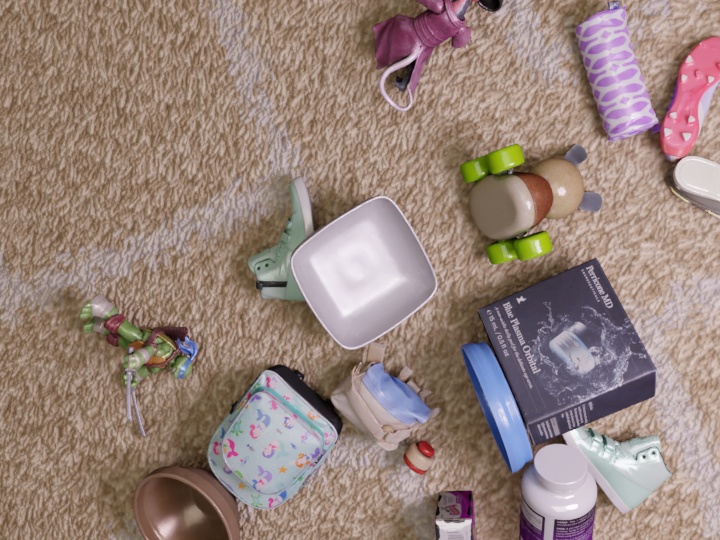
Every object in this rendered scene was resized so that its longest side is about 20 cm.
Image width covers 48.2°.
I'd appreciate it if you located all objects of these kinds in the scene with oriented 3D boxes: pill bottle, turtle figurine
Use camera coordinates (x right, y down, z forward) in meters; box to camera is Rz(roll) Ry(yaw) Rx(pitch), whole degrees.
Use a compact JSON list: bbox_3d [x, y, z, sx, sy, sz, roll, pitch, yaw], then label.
[{"bbox_3d":[0.298,0.362,1.218,0.111,0.113,0.202,-1,124,7],"label":"pill bottle"},{"bbox_3d":[-0.388,0.149,1.318,0.193,0.144,0.201,37,93,8],"label":"turtle figurine"}]

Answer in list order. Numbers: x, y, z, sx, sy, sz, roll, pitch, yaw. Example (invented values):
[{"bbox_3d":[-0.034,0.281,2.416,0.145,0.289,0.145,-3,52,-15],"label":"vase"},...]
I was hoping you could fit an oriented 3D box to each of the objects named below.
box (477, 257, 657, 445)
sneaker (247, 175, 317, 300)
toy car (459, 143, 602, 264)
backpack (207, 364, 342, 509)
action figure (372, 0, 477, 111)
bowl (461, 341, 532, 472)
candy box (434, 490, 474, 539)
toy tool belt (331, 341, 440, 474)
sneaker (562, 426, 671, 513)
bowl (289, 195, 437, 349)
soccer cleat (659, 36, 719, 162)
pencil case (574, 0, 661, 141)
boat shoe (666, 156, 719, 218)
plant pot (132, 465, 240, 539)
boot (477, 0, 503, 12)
[{"bbox_3d":[0.305,0.121,1.201,0.198,0.118,0.199,-24,59,6],"label":"box"},{"bbox_3d":[-0.130,-0.049,1.307,0.116,0.074,0.204,-4,95,1],"label":"sneaker"},{"bbox_3d":[0.282,-0.121,1.247,0.198,0.157,0.166,-20,94,-21],"label":"toy car"},{"bbox_3d":[-0.145,0.278,1.296,0.177,0.151,0.200,41,101,2],"label":"backpack"},{"bbox_3d":[0.097,-0.365,1.215,0.133,0.150,0.199,36,138,-25],"label":"action figure"},{"bbox_3d":[0.206,0.202,1.216,0.039,0.201,0.203,-21,90,1],"label":"bowl"},{"bbox_3d":[0.155,0.467,1.267,0.060,0.136,0.203,-5,91,9],"label":"candy box"},{"bbox_3d":[0.061,0.216,1.275,0.199,0.125,0.123,40,105,3],"label":"toy tool belt"},{"bbox_3d":[0.393,0.265,1.250,0.118,0.074,0.201,-39,96,13],"label":"sneaker"},{"bbox_3d":[0.000,0.000,1.266,0.199,0.075,0.201,-34,108,-6],"label":"bowl"},{"bbox_3d":[0.509,-0.262,1.231,0.066,0.077,0.202,21,78,22],"label":"soccer cleat"},{"bbox_3d":[0.393,-0.300,1.232,0.084,0.084,0.203,-16,92,-21],"label":"pencil case"},{"bbox_3d":[0.565,-0.112,1.227,0.200,0.060,0.073,26,85,4],"label":"boat shoe"},{"bbox_3d":[-0.267,0.396,1.322,0.198,0.093,0.204,11,116,24],"label":"plant pot"},{"bbox_3d":[0.166,-0.496,1.226,0.200,0.068,0.131,41,63,2],"label":"boot"}]
